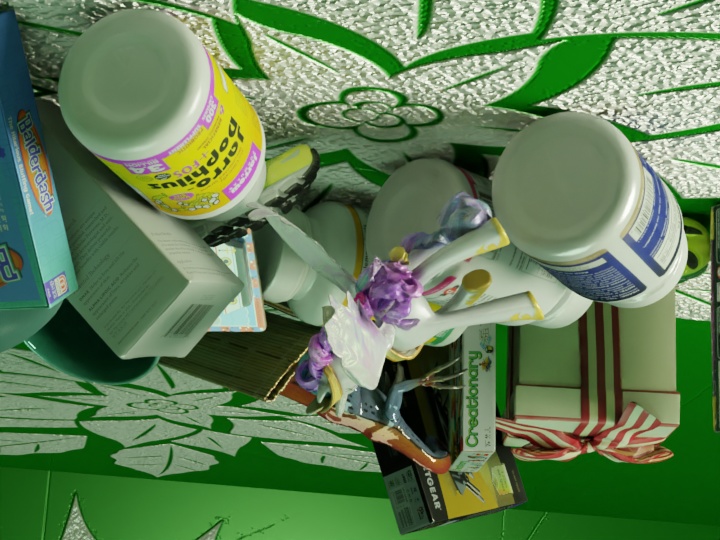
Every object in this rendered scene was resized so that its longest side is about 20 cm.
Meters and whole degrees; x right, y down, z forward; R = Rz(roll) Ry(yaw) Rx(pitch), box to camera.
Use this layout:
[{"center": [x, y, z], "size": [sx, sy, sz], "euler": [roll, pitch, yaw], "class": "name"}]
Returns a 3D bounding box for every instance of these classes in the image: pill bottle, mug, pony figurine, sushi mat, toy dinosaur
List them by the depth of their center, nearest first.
[{"center": [-0.128, -0.099, 1.140], "size": [0.104, 0.105, 0.200], "euler": [-1, 165, 14], "class": "pill bottle"}, {"center": [0.020, 0.022, 1.209], "size": [0.199, 0.167, 0.193], "euler": [-28, 140, 2], "class": "pony figurine"}, {"center": [0.188, -0.039, 1.273], "size": [0.115, 0.116, 0.200], "euler": [-4, 163, 25], "class": "pill bottle"}, {"center": [0.109, -0.016, 1.376], "size": [0.113, 0.114, 0.200], "euler": [-11, 159, 42], "class": "pill bottle"}, {"center": [0.000, 0.000, 1.458], "size": [0.199, 0.113, 0.113], "euler": [12, 163, -28], "class": "pill bottle"}, {"center": [-0.223, 0.007, 1.486], "size": [0.185, 0.115, 0.152], "euler": [-24, 120, 36], "class": "mug"}, {"center": [-0.121, 0.067, 1.495], "size": [0.200, 0.096, 0.012], "euler": [14, 141, 45], "class": "sushi mat"}, {"center": [0.002, 0.132, 1.529], "size": [0.200, 0.182, 0.105], "euler": [-31, 178, -7], "class": "toy dinosaur"}]

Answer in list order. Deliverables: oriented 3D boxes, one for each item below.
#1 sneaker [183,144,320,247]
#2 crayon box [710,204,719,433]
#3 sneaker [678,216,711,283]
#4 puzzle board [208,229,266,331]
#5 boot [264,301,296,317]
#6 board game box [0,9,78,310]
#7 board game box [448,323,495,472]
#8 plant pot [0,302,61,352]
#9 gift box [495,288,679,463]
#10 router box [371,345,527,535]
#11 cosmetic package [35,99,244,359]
[{"center": [-0.129, -0.062, 1.269], "size": [0.199, 0.091, 0.078], "euler": [-24, 172, 4], "class": "sneaker"}, {"center": [0.379, 0.054, 1.413], "size": [0.172, 0.201, 0.058], "euler": [15, 160, -39], "class": "crayon box"}, {"center": [0.225, -0.001, 1.483], "size": [0.199, 0.074, 0.084], "euler": [-3, 160, 21], "class": "sneaker"}, {"center": [-0.164, -0.027, 1.355], "size": [0.150, 0.017, 0.201], "euler": [1, 128, 9], "class": "puzzle board"}, {"center": [-0.075, -0.011, 1.518], "size": [0.199, 0.078, 0.138], "euler": [0, 160, 7], "class": "boot"}, {"center": [-0.289, -0.070, 1.119], "size": [0.151, 0.201, 0.045], "euler": [-3, -162, 22], "class": "board game box"}, {"center": [0.109, 0.090, 1.597], "size": [0.034, 0.201, 0.126], "euler": [2, 164, -2], "class": "board game box"}, {"center": [-0.339, -0.014, 1.343], "size": [0.200, 0.202, 0.161], "euler": [-12, 172, 43], "class": "plant pot"}, {"center": [0.223, 0.098, 1.633], "size": [0.184, 0.188, 0.200], "euler": [1, 166, 6], "class": "gift box"}, {"center": [0.080, 0.162, 1.685], "size": [0.157, 0.201, 0.052], "euler": [-4, 162, -47], "class": "router box"}, {"center": [-0.192, -0.032, 1.195], "size": [0.081, 0.200, 0.113], "euler": [-48, 165, 10], "class": "cosmetic package"}]
